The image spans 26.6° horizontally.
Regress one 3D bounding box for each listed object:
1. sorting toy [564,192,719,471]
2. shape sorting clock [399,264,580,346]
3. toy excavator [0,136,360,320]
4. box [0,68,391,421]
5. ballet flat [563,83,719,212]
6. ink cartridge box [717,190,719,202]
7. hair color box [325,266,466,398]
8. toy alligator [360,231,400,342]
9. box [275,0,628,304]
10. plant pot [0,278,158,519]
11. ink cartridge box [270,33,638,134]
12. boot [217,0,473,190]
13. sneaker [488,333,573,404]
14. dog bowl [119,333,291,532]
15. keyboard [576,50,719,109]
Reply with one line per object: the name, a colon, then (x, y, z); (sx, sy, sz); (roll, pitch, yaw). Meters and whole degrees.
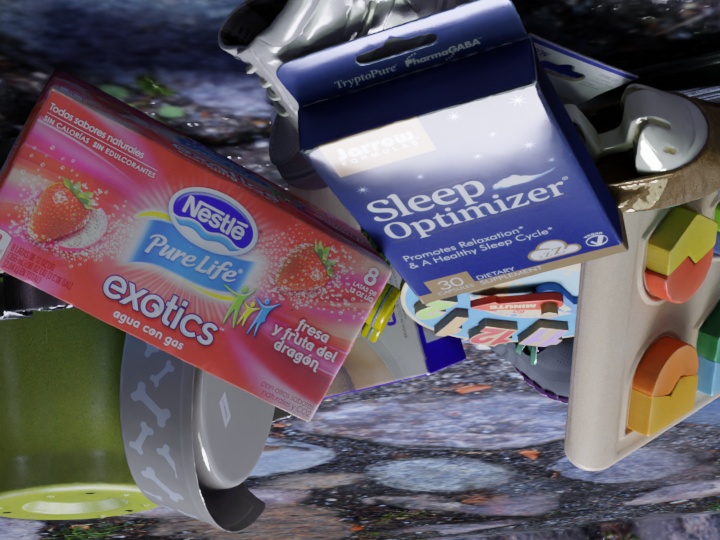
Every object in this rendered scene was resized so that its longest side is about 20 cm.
sorting toy: (0.210, 0.017, 0.949); (0.199, 0.187, 0.036); (-19, -149, -38)
shape sorting clock: (0.125, 0.011, 1.008); (0.198, 0.040, 0.200); (-2, 161, -1)
toy excavator: (-0.126, -0.030, 0.920); (0.199, 0.101, 0.194); (-5, 178, -42)
box: (-0.095, -0.016, 0.808); (0.199, 0.095, 0.103); (28, -173, -14)
ballet flat: (0.125, -0.068, 0.831); (0.198, 0.068, 0.073); (-8, 151, 2)
ink cartridge box: (0.321, -0.023, 0.921); (0.199, 0.147, 0.083); (-3, 167, -36)
hair color box: (-0.031, 0.039, 1.131); (0.199, 0.110, 0.065); (-16, 179, 34)
toy alligator: (0.000, 0.000, 0.988); (0.059, 0.055, 0.200); (29, 166, 5)
box: (0.050, -0.052, 0.758); (0.120, 0.033, 0.200); (-15, 146, 18)
plant pot: (-0.201, 0.070, 1.064); (0.198, 0.195, 0.201); (-4, 163, -1)
ink cartridge box: (0.048, -0.097, 0.854); (0.094, 0.037, 0.199); (11, 159, -43)
boot: (-0.028, -0.109, 0.761); (0.095, 0.074, 0.200); (10, 150, -23)
sneaker: (0.114, 0.046, 1.158); (0.087, 0.075, 0.200); (14, -172, -28)
dog bowl: (-0.099, 0.071, 1.017); (0.058, 0.202, 0.200); (3, 166, 17)
keyboard: (0.204, -0.104, 0.899); (0.198, 0.021, 0.127); (-10, 161, 20)
